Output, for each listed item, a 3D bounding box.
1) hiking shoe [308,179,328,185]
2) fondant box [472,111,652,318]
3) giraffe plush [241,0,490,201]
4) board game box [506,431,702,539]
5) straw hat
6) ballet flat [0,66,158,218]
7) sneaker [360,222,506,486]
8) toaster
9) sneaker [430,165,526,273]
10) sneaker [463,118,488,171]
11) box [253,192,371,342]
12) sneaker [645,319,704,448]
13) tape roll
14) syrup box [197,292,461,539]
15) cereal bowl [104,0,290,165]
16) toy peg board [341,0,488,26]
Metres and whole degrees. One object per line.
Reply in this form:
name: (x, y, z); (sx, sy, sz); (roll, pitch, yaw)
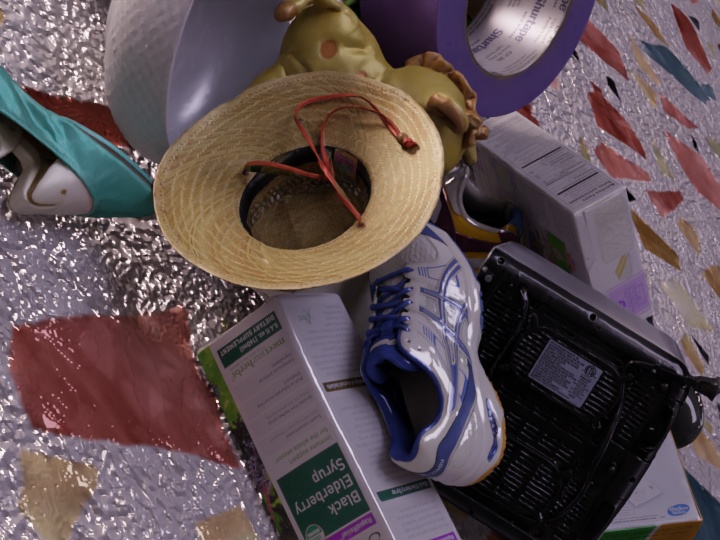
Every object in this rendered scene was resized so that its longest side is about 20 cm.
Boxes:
hiking shoe: (0.012, -0.104, 1.273); (0.101, 0.076, 0.200); (49, 28, -5)
fondant box: (0.178, -0.045, 1.341); (0.200, 0.058, 0.145); (48, -19, 54)
giraffe plush: (0.009, -0.114, 1.087); (0.162, 0.201, 0.173); (31, 27, 10)
board game box: (0.179, 0.137, 1.214); (0.152, 0.040, 0.201); (-4, 52, -9)
straw hat: (-0.034, -0.035, 0.975); (0.085, 0.200, 0.202); (85, -2, -49)
ballet flat: (-0.217, -0.077, 0.918); (0.200, 0.067, 0.071); (40, 55, -25)
sneaker: (0.037, 0.044, 0.981); (0.088, 0.075, 0.201); (16, 49, -48)
toaster: (0.135, 0.097, 1.071); (0.199, 0.182, 0.119); (31, 13, 5)
sneaker: (0.127, -0.008, 1.331); (0.200, 0.090, 0.075); (41, 31, -23)
sneaker: (0.093, -0.176, 1.499); (0.200, 0.080, 0.086); (52, 15, -23)
box: (0.004, 0.016, 1.113); (0.200, 0.069, 0.082); (26, 7, -45)
sneaker: (0.269, 0.091, 1.471); (0.088, 0.074, 0.201); (21, 33, -46)
tape roll: (0.098, -0.229, 1.155); (0.085, 0.201, 0.199); (27, 8, 38)
syrup box: (-0.020, 0.121, 0.976); (0.081, 0.079, 0.201); (0, 60, -57)
cereal bowl: (-0.124, -0.173, 1.049); (0.083, 0.201, 0.200); (21, 25, 14)
toy peg board: (0.008, -0.262, 1.277); (0.098, 0.199, 0.200); (-43, 129, -25)
